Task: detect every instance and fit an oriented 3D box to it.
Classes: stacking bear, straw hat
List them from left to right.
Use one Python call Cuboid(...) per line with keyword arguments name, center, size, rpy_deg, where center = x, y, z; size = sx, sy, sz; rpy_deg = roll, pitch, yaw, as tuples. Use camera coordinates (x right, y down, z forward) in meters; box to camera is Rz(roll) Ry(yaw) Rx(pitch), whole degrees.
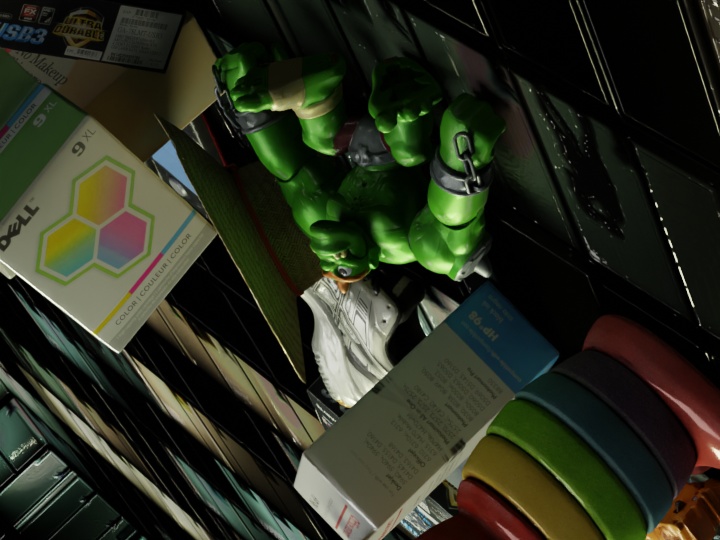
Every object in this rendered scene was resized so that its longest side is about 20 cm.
Cuboid(name="straw hat", center=(-0.043, -0.031, 1.379), size=(0.202, 0.085, 0.201), rpy_deg=(60, 179, 3))
Cuboid(name="stacking bear", center=(0.102, 0.130, 1.237), size=(0.114, 0.200, 0.121), rpy_deg=(48, 166, -4))

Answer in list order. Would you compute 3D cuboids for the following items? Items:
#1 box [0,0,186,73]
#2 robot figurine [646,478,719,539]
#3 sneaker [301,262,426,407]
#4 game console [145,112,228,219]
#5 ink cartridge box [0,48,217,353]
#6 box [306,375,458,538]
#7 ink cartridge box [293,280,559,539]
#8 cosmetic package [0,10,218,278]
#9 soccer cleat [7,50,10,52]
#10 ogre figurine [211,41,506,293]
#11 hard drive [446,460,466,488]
Cuboid(name="box", center=(-0.242, -0.192, 1.418), size=(0.198, 0.050, 0.200), rpy_deg=(8, -158, -44))
Cuboid(name="robot figurine", center=(0.174, 0.156, 1.397), size=(0.145, 0.058, 0.200), rpy_deg=(53, 164, -23))
Cuboid(name="sneaker", center=(0.000, 0.000, 1.496), size=(0.087, 0.076, 0.200), rpy_deg=(-5, 124, 35))
Cuboid(name="game console", center=(-0.190, -0.081, 1.701), size=(0.172, 0.119, 0.200), rpy_deg=(40, 165, 29))
Cuboid(name="ink cartridge box", center=(-0.188, -0.044, 1.414), size=(0.059, 0.104, 0.200), rpy_deg=(34, 172, 43))
Cuboid(name="box", center=(0.052, 0.175, 1.838), size=(0.200, 0.046, 0.159), rpy_deg=(39, 164, 30))
Cuboid(name="ink cartridge box", center=(0.024, 0.107, 1.408), size=(0.067, 0.200, 0.116), rpy_deg=(46, 166, 8))
Cuboid(name="cosmetic package", center=(-0.195, -0.100, 1.493), size=(0.105, 0.200, 0.071), rpy_deg=(33, 160, 42))
Cuboid(name="soccer cleat", center=(-0.247, -0.159, 1.769), size=(0.068, 0.085, 0.200), rpy_deg=(6, 134, 10))
Cuboid(name="ogre figurine", center=(0.007, -0.057, 1.240), size=(0.199, 0.098, 0.120), rpy_deg=(1, 127, 28))
Cuboid(name="hard drive", center=(0.074, 0.124, 1.660), size=(0.200, 0.033, 0.140), rpy_deg=(38, 164, 34))
